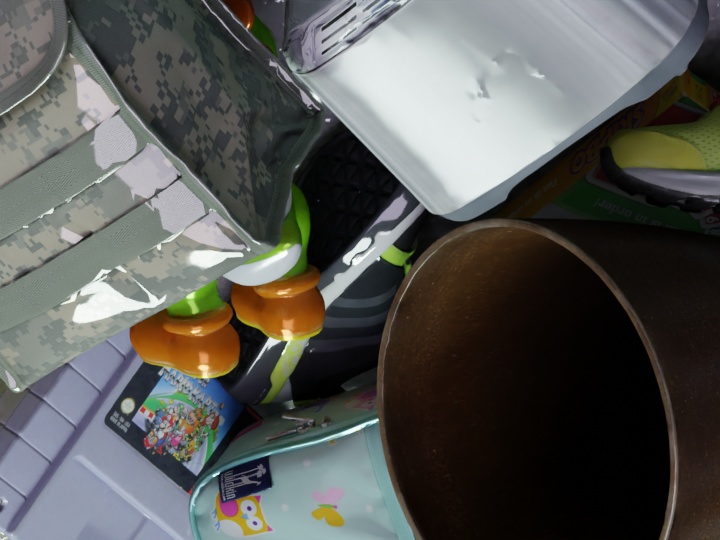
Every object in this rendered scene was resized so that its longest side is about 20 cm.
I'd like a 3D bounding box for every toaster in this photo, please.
[{"bbox_3d":[0.059,-0.122,1.216,0.129,0.114,0.200,37,127,-27],"label":"toaster"}]

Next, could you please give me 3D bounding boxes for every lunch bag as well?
[{"bbox_3d":[0.014,0.154,1.397,0.160,0.077,0.201,-18,100,26],"label":"lunch bag"},{"bbox_3d":[-0.141,-0.072,1.159,0.164,0.118,0.200,-27,116,33],"label":"lunch bag"}]

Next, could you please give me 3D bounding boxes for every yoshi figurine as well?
[{"bbox_3d":[-0.078,-0.062,1.282,0.111,0.113,0.201,-2,116,9],"label":"yoshi figurine"}]

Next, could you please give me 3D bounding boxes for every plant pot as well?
[{"bbox_3d":[0.142,0.055,1.310,0.199,0.187,0.187,-11,148,-41],"label":"plant pot"}]

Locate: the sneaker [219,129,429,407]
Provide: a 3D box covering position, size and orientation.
[{"bbox_3d":[0.000,0.000,1.380,0.082,0.072,0.200,11,141,-26],"label":"sneaker"}]

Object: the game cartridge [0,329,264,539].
[{"bbox_3d":[-0.113,0.101,1.417,0.130,0.038,0.200,-52,141,-7],"label":"game cartridge"}]

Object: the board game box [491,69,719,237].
[{"bbox_3d":[0.120,-0.014,1.382,0.095,0.030,0.200,32,130,-27],"label":"board game box"}]

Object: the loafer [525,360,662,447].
[{"bbox_3d":[0.156,0.077,1.438,0.199,0.072,0.063,12,157,-27],"label":"loafer"}]

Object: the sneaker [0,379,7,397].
[{"bbox_3d":[-0.204,0.063,1.409,0.199,0.080,0.074,30,171,-27],"label":"sneaker"}]

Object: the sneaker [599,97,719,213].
[{"bbox_3d":[0.205,-0.075,1.285,0.199,0.078,0.091,-7,90,-4],"label":"sneaker"}]
